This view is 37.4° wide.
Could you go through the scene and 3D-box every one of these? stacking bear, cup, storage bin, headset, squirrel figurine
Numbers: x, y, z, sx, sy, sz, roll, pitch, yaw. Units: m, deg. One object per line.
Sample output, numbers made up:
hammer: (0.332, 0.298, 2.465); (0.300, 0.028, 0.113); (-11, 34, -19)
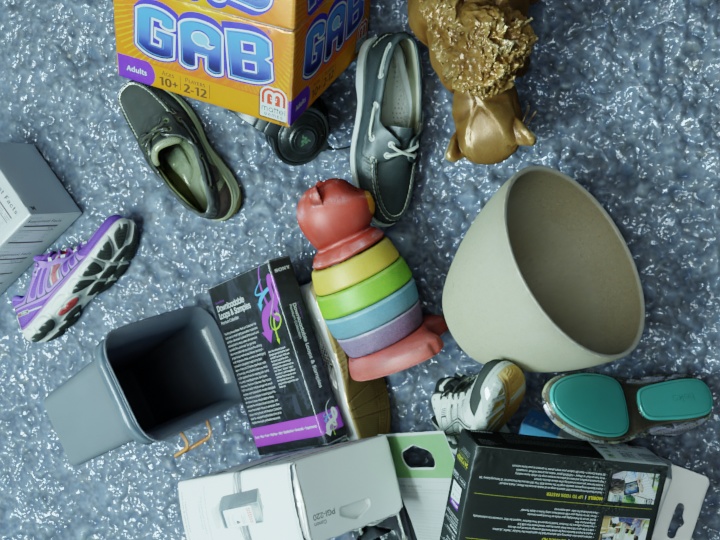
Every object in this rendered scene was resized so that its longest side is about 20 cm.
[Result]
stacking bear: (0.000, 0.000, 1.104); (0.112, 0.122, 0.203); (-22, 98, 13)
cup: (0.163, 0.020, 1.055); (0.143, 0.199, 0.203); (-35, 83, 40)
storage bin: (-0.241, 0.144, 1.182); (0.133, 0.199, 0.147); (-30, 85, 28)
headset: (-0.073, -0.142, 1.144); (0.197, 0.124, 0.095); (27, 106, -10)
squirrel figurine: (0.111, -0.203, 1.035); (0.139, 0.200, 0.191); (-5, 84, 13)

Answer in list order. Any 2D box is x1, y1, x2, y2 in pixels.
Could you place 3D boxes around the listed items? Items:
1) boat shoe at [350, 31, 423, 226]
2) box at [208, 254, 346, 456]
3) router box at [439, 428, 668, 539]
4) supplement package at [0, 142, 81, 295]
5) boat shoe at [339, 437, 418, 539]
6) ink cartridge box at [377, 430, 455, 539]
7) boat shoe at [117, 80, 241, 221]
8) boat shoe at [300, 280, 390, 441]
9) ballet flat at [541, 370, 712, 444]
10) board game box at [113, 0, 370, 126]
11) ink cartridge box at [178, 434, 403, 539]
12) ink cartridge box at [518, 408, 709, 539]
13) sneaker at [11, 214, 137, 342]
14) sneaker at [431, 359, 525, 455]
boat shoe: (0.032, -0.149, 1.122); (0.060, 0.075, 0.204); (1, 97, 54)
box: (-0.094, 0.096, 1.170); (0.142, 0.036, 0.204); (-19, 89, 53)
router box: (0.178, 0.236, 1.003); (0.196, 0.051, 0.152); (8, 100, -14)
supplement package: (-0.453, -0.046, 1.269); (0.199, 0.109, 0.114); (-40, 82, 16)
boat shoe: (0.024, 0.278, 1.166); (0.072, 0.063, 0.203); (-26, 85, 18)
ink cartridge box: (0.100, 0.255, 1.102); (0.145, 0.047, 0.204); (-19, 90, 61)
boat shoe: (-0.213, -0.141, 1.210); (0.072, 0.066, 0.202); (-40, 82, 16)
boat shoe: (-0.026, 0.110, 1.174); (0.069, 0.070, 0.204); (-20, 87, 38)
ballet flat: (0.252, 0.138, 1.044); (0.197, 0.072, 0.074); (2, 96, -23)
board game box: (-0.111, -0.299, 1.062); (0.197, 0.200, 0.203); (18, 129, 15)
ink cartridge box: (-0.076, 0.237, 1.114); (0.198, 0.144, 0.087); (-17, 83, 44)
ink cartridge box: (0.246, 0.236, 1.092); (0.197, 0.067, 0.118); (19, 100, 15)
sneaker: (-0.347, -0.001, 1.258); (0.199, 0.080, 0.084); (-42, 76, 16)
sneaker: (0.107, 0.137, 1.074); (0.075, 0.201, 0.088); (-37, 67, -24)
